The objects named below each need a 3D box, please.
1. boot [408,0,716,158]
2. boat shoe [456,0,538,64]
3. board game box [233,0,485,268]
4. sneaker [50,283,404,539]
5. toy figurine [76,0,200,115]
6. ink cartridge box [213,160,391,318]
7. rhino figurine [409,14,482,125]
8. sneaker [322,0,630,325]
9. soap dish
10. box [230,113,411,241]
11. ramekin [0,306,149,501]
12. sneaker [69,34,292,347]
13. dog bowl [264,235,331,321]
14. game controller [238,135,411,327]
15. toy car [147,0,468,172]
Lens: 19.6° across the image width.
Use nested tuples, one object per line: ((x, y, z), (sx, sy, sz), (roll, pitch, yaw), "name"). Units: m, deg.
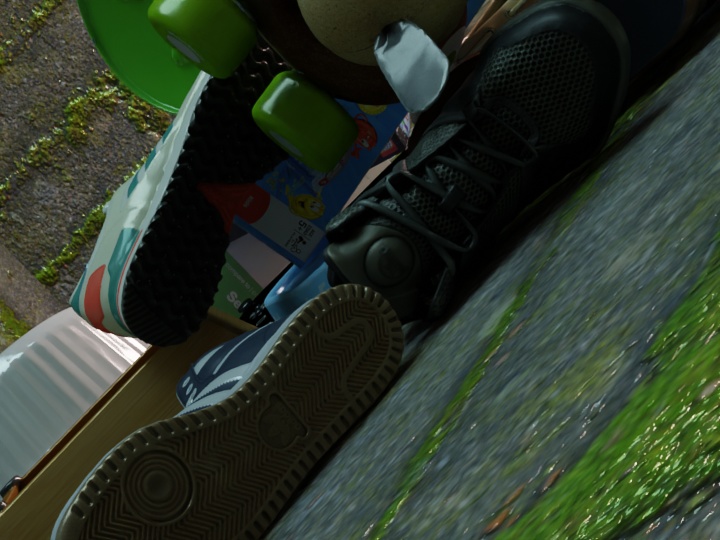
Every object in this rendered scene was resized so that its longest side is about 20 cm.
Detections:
((0.115, -0.106, 1.093), (0.200, 0.075, 0.097), (-35, -4, 38), "boot")
((0.113, -0.189, 1.274), (0.073, 0.063, 0.201), (-27, 34, 56), "boat shoe")
((-0.003, -0.106, 1.255), (0.196, 0.056, 0.200), (-56, 4, 5), "board game box")
((-0.072, 0.086, 0.948), (0.200, 0.070, 0.108), (-40, 7, -31), "sneaker")
((-0.047, -0.207, 1.237), (0.184, 0.150, 0.200), (-32, -14, -44), "toy figurine")
((-0.070, -0.010, 1.597), (0.200, 0.087, 0.145), (-49, 8, -26), "ink cartridge box")
((0.088, -0.147, 1.463), (0.087, 0.060, 0.200), (-41, -3, 37), "rhino figurine")
((0.051, -0.041, 0.982), (0.199, 0.076, 0.114), (-45, 6, 37), "sneaker")
((-0.125, 0.104, 1.179), (0.200, 0.081, 0.157), (-46, 5, -1), "soap dish")
((-0.051, -0.090, 1.522), (0.199, 0.038, 0.137), (-27, 23, 21), "box")
((-0.196, 0.109, 1.352), (0.202, 0.094, 0.202), (-44, -10, -10), "ramekin")
((-0.099, -0.052, 1.136), (0.093, 0.070, 0.201), (2, 62, 50), "sneaker")
((0.000, 0.000, 1.180), (0.111, 0.050, 0.200), (-46, 6, -10), "dog bowl")
((-0.012, -0.016, 1.442), (0.200, 0.042, 0.104), (-45, 5, 7), "game controller")
((0.020, -0.136, 1.019), (0.165, 0.158, 0.200), (-53, 33, -7), "toy car")
